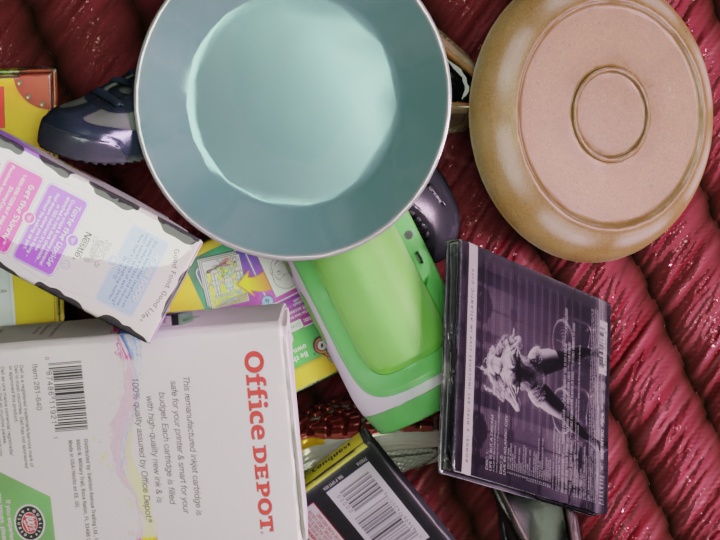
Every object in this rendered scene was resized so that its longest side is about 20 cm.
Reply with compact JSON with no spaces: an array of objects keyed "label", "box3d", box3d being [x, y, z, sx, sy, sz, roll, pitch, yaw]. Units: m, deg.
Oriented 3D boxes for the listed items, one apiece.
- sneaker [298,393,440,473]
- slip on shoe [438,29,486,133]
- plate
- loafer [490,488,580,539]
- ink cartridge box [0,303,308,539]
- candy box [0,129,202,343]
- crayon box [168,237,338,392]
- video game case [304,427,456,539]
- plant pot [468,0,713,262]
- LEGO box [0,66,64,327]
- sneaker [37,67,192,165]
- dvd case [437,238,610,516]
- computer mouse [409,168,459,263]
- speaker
[{"label":"sneaker","box3d":[-0.025,0.137,1.672,0.199,0.078,0.083,-14,109,-8]},{"label":"slip on shoe","box3d":[0.000,-0.158,1.677,0.199,0.061,0.076,34,84,-8]},{"label":"plate","box3d":[-0.042,-0.107,1.546,0.199,0.026,0.202,0,92,6]},{"label":"loafer","box3d":[0.113,0.128,1.691,0.071,0.063,0.201,-17,92,-10]},{"label":"ink cartridge box","box3d":[-0.136,0.104,1.549,0.198,0.084,0.146,-5,98,2]},{"label":"candy box","box3d":[-0.207,-0.040,1.497,0.199,0.168,0.072,27,90,-13]},{"label":"crayon box","box3d":[-0.068,0.027,1.665,0.199,0.058,0.119,-26,94,-9]},{"label":"video game case","box3d":[-0.010,0.230,1.644,0.180,0.026,0.200,-37,112,4]},{"label":"plant pot","box3d":[0.165,-0.106,1.690,0.199,0.027,0.202,0,91,-30]},{"label":"LEGO box","box3d":[-0.269,-0.030,1.610,0.148,0.077,0.202,-2,96,-12]},{"label":"sneaker","box3d":[-0.123,-0.124,1.594,0.199,0.070,0.083,-20,127,-42]},{"label":"dvd case","box3d":[0.110,0.074,1.635,0.016,0.200,0.150,-6,74,33]},{"label":"computer mouse","box3d":[0.022,-0.087,1.651,0.059,0.034,0.201,-55,130,-35]},{"label":"speaker","box3d":[0.000,0.000,1.605,0.088,0.088,0.201,-27,93,-9]}]
